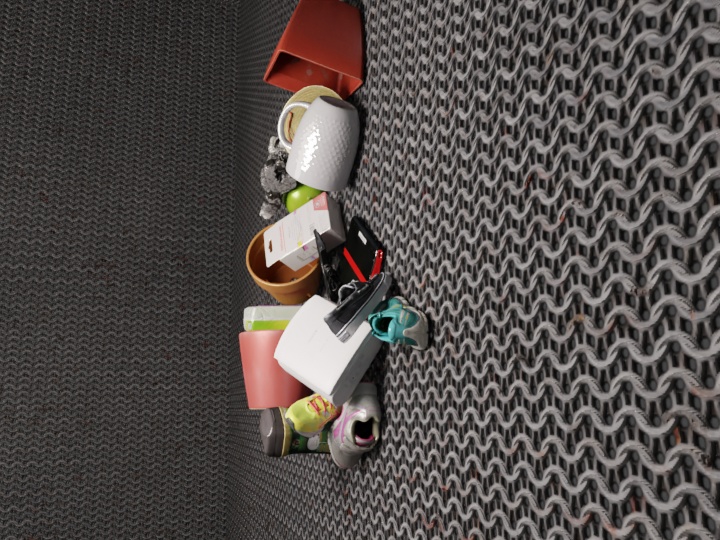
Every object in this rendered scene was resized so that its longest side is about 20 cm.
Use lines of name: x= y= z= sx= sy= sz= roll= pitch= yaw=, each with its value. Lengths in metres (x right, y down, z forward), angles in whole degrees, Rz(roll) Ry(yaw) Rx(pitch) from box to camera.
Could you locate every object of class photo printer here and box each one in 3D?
photo printer: x=-0.070 y=0.146 z=1.250 sx=0.198 sy=0.069 sz=0.168 roll=26 pitch=77 yaw=40

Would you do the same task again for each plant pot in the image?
plant pot: x=-0.195 y=0.241 z=1.536 sx=0.200 sy=0.197 sz=0.181 roll=148 pitch=123 yaw=-67
plant pot: x=-0.180 y=-0.007 z=1.647 sx=0.141 sy=0.196 sz=0.203 roll=77 pitch=-178 yaw=-54
plant pot: x=-0.096 y=-0.520 z=1.481 sx=0.199 sy=0.197 sz=0.180 roll=169 pitch=114 yaw=-70

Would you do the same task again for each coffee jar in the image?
coffee jar: x=-0.113 y=0.340 z=1.355 sx=0.104 sy=0.196 sz=0.087 roll=-125 pitch=43 yaw=-62

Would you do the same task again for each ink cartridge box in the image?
ink cartridge box: x=-0.138 y=-0.083 z=1.540 sx=0.198 sy=0.067 sz=0.118 roll=-29 pitch=50 yaw=22

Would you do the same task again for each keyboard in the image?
keyboard: x=-0.068 y=0.000 z=1.480 sx=0.202 sy=0.039 sz=0.105 roll=80 pitch=172 yaw=-51

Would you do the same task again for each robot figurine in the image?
robot figurine: x=-0.156 y=-0.222 z=1.703 sx=0.202 sy=0.113 sz=0.177 roll=-107 pitch=22 yaw=-45

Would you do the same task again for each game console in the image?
game console: x=0.000 y=0.000 z=1.348 sx=0.200 sy=0.030 sz=0.180 roll=-124 pitch=44 yaw=-60

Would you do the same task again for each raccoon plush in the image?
raccoon plush: x=-0.224 y=-0.252 z=1.636 sx=0.200 sy=0.096 sz=0.135 roll=-48 pitch=33 yaw=29

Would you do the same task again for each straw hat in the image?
straw hat: x=-0.091 y=-0.351 z=1.549 sx=0.085 sy=0.198 sz=0.204 roll=-37 pitch=-37 yaw=-60

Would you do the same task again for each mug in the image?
mug: x=-0.097 y=-0.301 z=1.435 sx=0.147 sy=0.198 sz=0.178 roll=-38 pitch=-29 yaw=-61

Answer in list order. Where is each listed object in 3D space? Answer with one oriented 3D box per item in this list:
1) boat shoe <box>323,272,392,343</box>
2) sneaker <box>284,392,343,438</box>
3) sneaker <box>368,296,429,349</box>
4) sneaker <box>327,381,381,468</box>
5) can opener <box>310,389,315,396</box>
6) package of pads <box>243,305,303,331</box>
boat shoe: x=-0.006 y=0.049 z=1.144 sx=0.072 sy=0.068 sz=0.200 roll=-44 pitch=3 yaw=41
sneaker: x=-0.070 y=0.265 z=1.283 sx=0.078 sy=0.198 sz=0.091 roll=44 pitch=121 yaw=24
sneaker: x=0.050 y=0.085 z=1.097 sx=0.200 sy=0.078 sz=0.079 roll=-171 pitch=85 yaw=-72
sneaker: x=-0.011 y=0.317 z=1.237 sx=0.089 sy=0.080 sz=0.203 roll=-113 pitch=31 yaw=-55
can opener: x=-0.085 y=0.305 z=1.525 sx=0.053 sy=0.066 sz=0.203 roll=120 pitch=160 yaw=-61
package of pads: x=-0.191 y=0.122 z=1.622 sx=0.154 sy=0.196 sz=0.070 roll=168 pitch=103 yaw=-71
